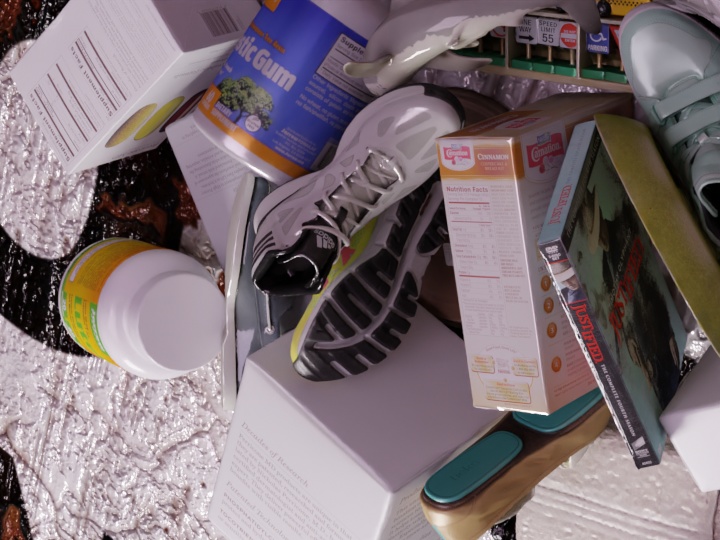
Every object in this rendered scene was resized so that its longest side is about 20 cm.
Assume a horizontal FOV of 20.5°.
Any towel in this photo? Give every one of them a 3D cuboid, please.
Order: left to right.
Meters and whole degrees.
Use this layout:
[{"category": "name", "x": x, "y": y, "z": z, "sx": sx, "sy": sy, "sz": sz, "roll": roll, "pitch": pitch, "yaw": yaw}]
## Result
[{"category": "towel", "x": 0.205, "y": 0.181, "z": 1.544, "sx": 0.200, "sy": 0.034, "sz": 0.133, "roll": 14, "pitch": 113, "yaw": 38}]

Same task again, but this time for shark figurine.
[{"category": "shark figurine", "x": 0.064, "y": -0.190, "z": 1.409, "sx": 0.214, "sy": 0.128, "sz": 0.090, "roll": -20, "pitch": 75, "yaw": 32}]

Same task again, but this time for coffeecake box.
[{"category": "coffeecake box", "x": 0.139, "y": -0.016, "z": 1.445, "sx": 0.073, "sy": 0.153, "sz": 0.201, "roll": 3, "pitch": 107, "yaw": 41}]

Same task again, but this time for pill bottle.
[{"category": "pill bottle", "x": -0.184, "y": 0.034, "z": 1.725, "sx": 0.200, "sy": 0.111, "sz": 0.111, "roll": 14, "pitch": 117, "yaw": 66}, {"category": "pill bottle", "x": -0.032, "y": -0.169, "z": 1.530, "sx": 0.112, "sy": 0.112, "sz": 0.200, "roll": 37, "pitch": 99, "yaw": 25}]

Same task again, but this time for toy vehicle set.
[{"category": "toy vehicle set", "x": 0.141, "y": -0.202, "z": 1.462, "sx": 0.200, "sy": 0.026, "sz": 0.125, "roll": 12, "pitch": 113, "yaw": 38}]

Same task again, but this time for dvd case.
[{"category": "dvd case", "x": 0.178, "y": 0.017, "z": 1.387, "sx": 0.022, "sy": 0.146, "sz": 0.200, "roll": -13, "pitch": 121, "yaw": 27}]

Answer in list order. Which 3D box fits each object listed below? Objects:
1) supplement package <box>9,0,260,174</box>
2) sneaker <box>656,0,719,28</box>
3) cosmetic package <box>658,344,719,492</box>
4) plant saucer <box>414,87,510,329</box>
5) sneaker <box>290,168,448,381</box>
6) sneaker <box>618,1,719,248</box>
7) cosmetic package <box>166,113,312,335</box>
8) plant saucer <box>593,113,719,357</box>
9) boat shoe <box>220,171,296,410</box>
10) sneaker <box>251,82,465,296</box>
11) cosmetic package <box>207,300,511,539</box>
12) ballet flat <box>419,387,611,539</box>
[{"category": "supplement package", "x": -0.189, "y": -0.186, "z": 1.696, "sx": 0.200, "sy": 0.114, "sz": 0.110, "roll": -39, "pitch": 78, "yaw": 43}, {"category": "sneaker", "x": 0.264, "y": -0.199, "z": 1.326, "sx": 0.200, "sy": 0.078, "sz": 0.100, "roll": 33, "pitch": 97, "yaw": 12}, {"category": "cosmetic package", "x": 0.315, "y": 0.083, "z": 1.358, "sx": 0.200, "sy": 0.102, "sz": 0.074, "roll": -19, "pitch": 109, "yaw": 45}, {"category": "plant saucer", "x": 0.074, "y": -0.044, "z": 1.578, "sx": 0.200, "sy": 0.029, "sz": 0.201, "roll": 15, "pitch": 115, "yaw": 36}, {"category": "sneaker", "x": 0.000, "y": 0.000, "z": 1.539, "sx": 0.090, "sy": 0.200, "sz": 0.078, "roll": 8, "pitch": 148, "yaw": 50}, {"category": "sneaker", "x": 0.237, "y": -0.095, "z": 1.346, "sx": 0.074, "sy": 0.118, "sz": 0.201, "roll": -32, "pitch": 88, "yaw": 16}, {"category": "cosmetic package", "x": -0.074, "y": -0.051, "z": 1.665, "sx": 0.102, "sy": 0.074, "sz": 0.200, "roll": -19, "pitch": 95, "yaw": 43}, {"category": "plant saucer", "x": 0.221, "y": -0.026, "z": 1.368, "sx": 0.031, "sy": 0.200, "sz": 0.200, "roll": -28, "pitch": 86, "yaw": 11}, {"category": "boat shoe", "x": -0.079, "y": 0.018, "z": 1.611, "sx": 0.062, "sy": 0.073, "sz": 0.201, "roll": 3, "pitch": 107, "yaw": -7}, {"category": "sneaker", "x": -0.002, "y": -0.044, "z": 1.444, "sx": 0.076, "sy": 0.115, "sz": 0.200, "roll": 40, "pitch": 119, "yaw": -22}, {"category": "cosmetic package", "x": 0.004, "y": 0.151, "z": 1.597, "sx": 0.166, "sy": 0.167, "sz": 0.200, "roll": 40, "pitch": 137, "yaw": 24}, {"category": "ballet flat", "x": 0.128, "y": 0.137, "z": 1.508, "sx": 0.069, "sy": 0.200, "sz": 0.063, "roll": 32, "pitch": 151, "yaw": 52}]
